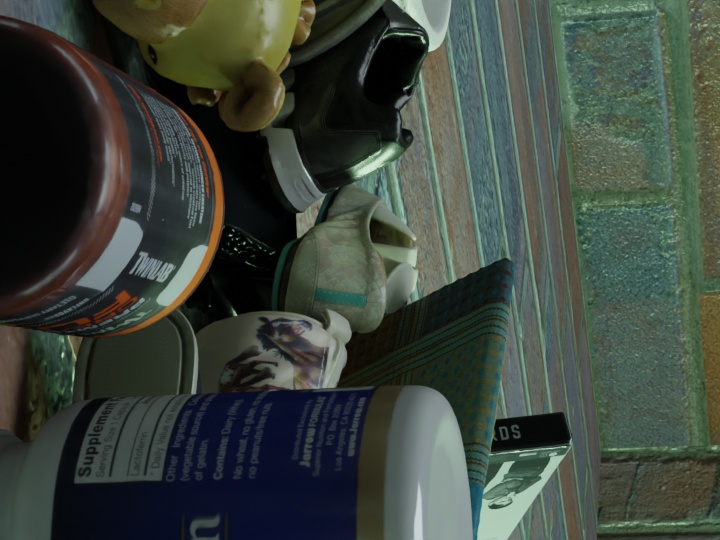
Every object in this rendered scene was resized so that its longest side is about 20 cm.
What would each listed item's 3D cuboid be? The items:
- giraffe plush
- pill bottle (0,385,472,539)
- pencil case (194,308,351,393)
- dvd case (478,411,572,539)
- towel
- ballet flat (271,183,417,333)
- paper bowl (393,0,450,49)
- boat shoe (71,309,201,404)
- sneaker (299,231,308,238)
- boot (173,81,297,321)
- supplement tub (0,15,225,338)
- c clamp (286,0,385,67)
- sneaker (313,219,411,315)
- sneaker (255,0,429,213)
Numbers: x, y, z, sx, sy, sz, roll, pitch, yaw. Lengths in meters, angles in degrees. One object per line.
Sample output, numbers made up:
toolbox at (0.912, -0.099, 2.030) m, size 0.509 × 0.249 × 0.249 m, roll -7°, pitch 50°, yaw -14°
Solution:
giraffe plush at (-0.067, -0.164, 1.036) m, size 0.163 × 0.199 × 0.173 m, roll -61°, pitch -170°, yaw 12°
pill bottle at (-0.063, 0.104, 0.808) m, size 0.116 × 0.199 × 0.117 m, roll -3°, pitch 90°, yaw -78°
pencil case at (-0.044, 0.112, 0.956) m, size 0.078 × 0.089 × 0.201 m, roll 59°, pitch 27°, yaw -53°
dvd case at (0.027, 0.137, 1.241) m, size 0.200 × 0.149 × 0.025 m, roll 112°, pitch -30°, yaw -62°
towel at (0.010, 0.099, 1.013) m, size 0.022 × 0.146 × 0.201 m, roll 37°, pitch 47°, yaw -29°
ballet flat at (0.000, 0.000, 1.096) m, size 0.200 × 0.062 × 0.068 m, roll -59°, pitch 157°, yaw -75°
paper bowl at (-0.004, -0.242, 1.401) m, size 0.201 × 0.104 × 0.202 m, roll -2°, pitch 90°, yaw -80°
boat shoe at (-0.106, 0.115, 0.912) m, size 0.066 × 0.074 × 0.201 m, roll 86°, pitch 7°, yaw -65°
sneaker at (-0.029, 0.016, 1.225) m, size 0.200 × 0.077 × 0.092 m, roll -132°, pitch -115°, yaw -82°
boot at (-0.059, -0.040, 1.175) m, size 0.200 × 0.076 × 0.169 m, roll 55°, pitch 30°, yaw -58°
supplement tub at (-0.113, -0.029, 0.820) m, size 0.200 × 0.106 × 0.108 m, roll 21°, pitch 67°, yaw -77°
c clamp at (-0.027, -0.207, 1.107) m, size 0.027 × 0.170 × 0.201 m, roll 44°, pitch 27°, yaw -67°
sneaker at (0.008, 0.066, 1.347) m, size 0.081 × 0.074 × 0.201 m, roll -51°, pitch -128°, yaw 43°
sneaker at (-0.006, -0.125, 1.129) m, size 0.067 × 0.090 × 0.201 m, roll 52°, pitch 29°, yaw -50°
